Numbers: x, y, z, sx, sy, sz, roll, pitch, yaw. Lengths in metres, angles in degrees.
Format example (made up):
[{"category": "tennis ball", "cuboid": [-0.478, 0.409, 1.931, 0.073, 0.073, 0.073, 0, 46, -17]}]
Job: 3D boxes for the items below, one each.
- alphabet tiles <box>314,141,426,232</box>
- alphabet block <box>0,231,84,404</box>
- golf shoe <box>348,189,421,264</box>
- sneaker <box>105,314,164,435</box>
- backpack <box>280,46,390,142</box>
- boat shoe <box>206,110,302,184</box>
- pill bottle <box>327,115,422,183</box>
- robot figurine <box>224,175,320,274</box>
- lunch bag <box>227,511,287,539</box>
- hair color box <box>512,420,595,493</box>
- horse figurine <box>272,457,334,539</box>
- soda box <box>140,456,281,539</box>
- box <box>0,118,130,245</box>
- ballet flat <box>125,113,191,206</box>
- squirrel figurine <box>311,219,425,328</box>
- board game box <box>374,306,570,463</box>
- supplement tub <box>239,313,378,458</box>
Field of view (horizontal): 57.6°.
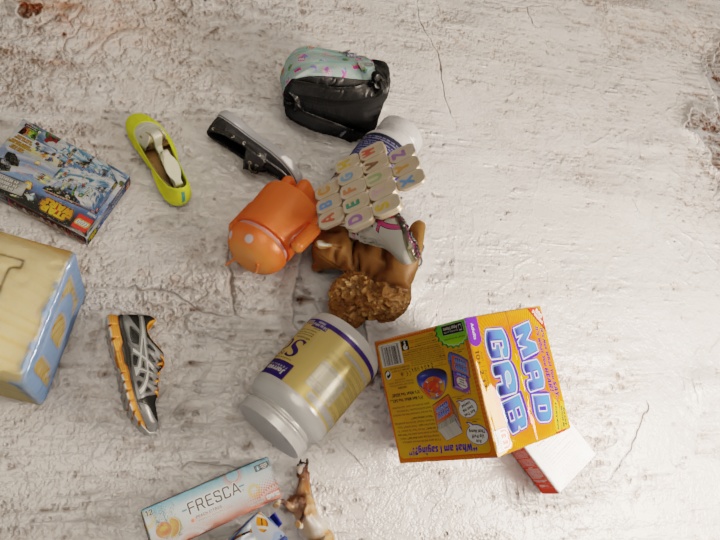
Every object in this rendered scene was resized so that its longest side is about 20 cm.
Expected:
[{"category": "alphabet tiles", "cuboid": [0.011, -0.146, 1.109, 0.195, 0.015, 0.200, -24, 42, 12]}, {"category": "alphabet block", "cuboid": [-0.531, 0.063, 0.932, 0.199, 0.195, 0.197, 17, 64, -12]}, {"category": "golf shoe", "cuboid": [0.031, -0.064, 1.086, 0.092, 0.073, 0.200, -32, 42, -1]}, {"category": "sneaker", "cuboid": [-0.341, 0.157, 1.023, 0.077, 0.078, 0.201, -10, 75, -30]}, {"category": "backpack", "cuboid": [-0.056, -0.348, 1.267, 0.199, 0.167, 0.127, 4, 50, -13]}, {"category": "boat shoe", "cuboid": [-0.199, -0.214, 1.209, 0.200, 0.070, 0.066, 40, 72, 0]}, {"category": "pill bottle", "cuboid": [0.031, -0.195, 1.247, 0.116, 0.116, 0.200, 35, 65, -3]}, {"category": "robot figurine", "cuboid": [-0.151, -0.075, 1.144, 0.144, 0.117, 0.200, 36, 64, -2]}, {"category": "lunch bag", "cuboid": [-0.168, 0.415, 0.912, 0.076, 0.200, 0.160, 43, 64, 11]}, {"category": "hair color box", "cuboid": [0.317, 0.289, 1.190, 0.111, 0.064, 0.200, -34, 85, -24]}, {"category": "horse figurine", "cuboid": [-0.075, 0.402, 1.005, 0.050, 0.133, 0.201, -27, 85, 6]}, {"category": "soda box", "cuboid": [-0.225, 0.354, 0.992, 0.199, 0.064, 0.069, -17, 76, -23]}, {"category": "box", "cuboid": [-0.512, -0.148, 1.098, 0.199, 0.040, 0.137, 29, 64, -6]}, {"category": "ballet flat", "cuboid": [-0.354, -0.208, 1.156, 0.067, 0.067, 0.200, -25, 80, -23]}, {"category": "squirrel figurine", "cuboid": [0.000, 0.000, 1.158, 0.186, 0.142, 0.201, 13, 64, -6]}, {"category": "board game box", "cuboid": [0.177, 0.183, 1.052, 0.199, 0.200, 0.201, -4, 78, -43]}, {"category": "supplement tub", "cuboid": [-0.082, 0.184, 1.055, 0.145, 0.145, 0.200, 43, 64, 1]}]
